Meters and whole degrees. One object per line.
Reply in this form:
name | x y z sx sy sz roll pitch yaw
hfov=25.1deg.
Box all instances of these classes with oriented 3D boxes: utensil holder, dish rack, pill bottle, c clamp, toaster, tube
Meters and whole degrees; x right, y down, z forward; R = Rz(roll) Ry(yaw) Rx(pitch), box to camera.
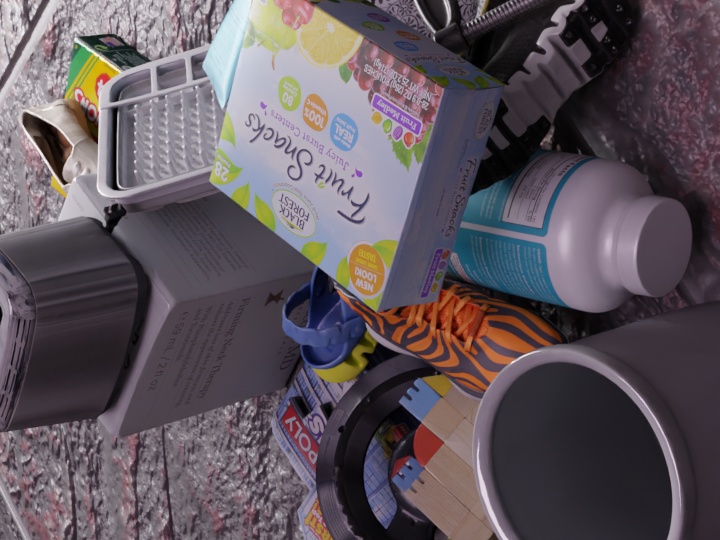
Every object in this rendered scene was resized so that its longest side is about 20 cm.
utensil holder | 0.203 0.116 1.094 0.169 0.199 0.172 13 108 44
dish rack | -0.141 -0.123 1.399 0.201 0.170 0.044 -100 -7 -52
pill bottle | 0.141 -0.032 1.186 0.199 0.110 0.112 14 110 44
c clamp | 0.112 -0.207 1.154 0.199 0.027 0.172 -30 54 12
toaster | -0.261 0.041 1.320 0.114 0.129 0.201 43 127 29
tube | -0.076 -0.236 1.365 0.201 0.050 0.078 -56 28 19

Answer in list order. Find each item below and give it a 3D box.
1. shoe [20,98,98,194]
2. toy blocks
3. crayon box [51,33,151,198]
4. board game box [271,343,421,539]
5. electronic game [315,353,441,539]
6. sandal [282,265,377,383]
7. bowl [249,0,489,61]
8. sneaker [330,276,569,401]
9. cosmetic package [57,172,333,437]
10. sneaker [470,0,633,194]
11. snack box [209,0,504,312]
shoe | -0.271 -0.098 1.536 0.200 0.053 0.070 53 128 43
toy blocks | 0.093 0.123 1.237 0.137 0.100 0.200 39 90 29
crayon box | -0.247 -0.118 1.615 0.127 0.051 0.201 35 124 35
board game box | -0.009 0.171 1.430 0.200 0.061 0.200 51 131 24
electronic game | 0.061 0.162 1.296 0.198 0.042 0.202 -2 76 10
sandal | 0.000 0.000 1.335 0.079 0.087 0.201 32 98 38
bowl | 0.021 -0.197 1.259 0.199 0.094 0.202 -7 70 21
sneaker | 0.053 0.034 1.191 0.199 0.112 0.078 16 74 38
cosmetic package | -0.159 0.016 1.447 0.166 0.199 0.168 48 130 27
sneaker | 0.106 -0.132 1.176 0.067 0.200 0.090 48 172 -30
snack box | -0.009 -0.094 1.132 0.200 0.067 0.170 39 123 38
